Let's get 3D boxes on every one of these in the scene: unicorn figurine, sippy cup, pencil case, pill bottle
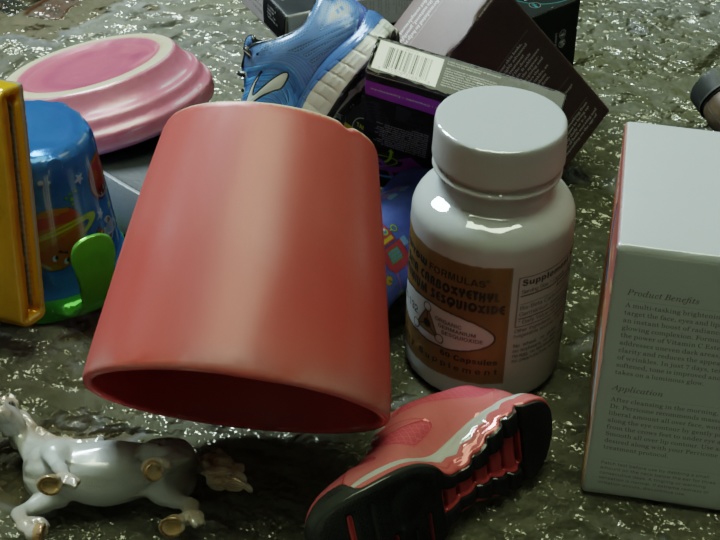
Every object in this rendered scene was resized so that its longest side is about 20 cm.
[{"bbox_3d":[-0.173,0.123,1.009,0.199,0.074,0.137,16,10,-9],"label":"unicorn figurine"},{"bbox_3d":[-0.245,-0.051,1.192,0.177,0.131,0.140,12,37,14],"label":"sippy cup"},{"bbox_3d":[0.000,0.000,1.180,0.078,0.087,0.200,53,48,-4],"label":"pencil case"},{"bbox_3d":[0.090,-0.019,1.103,0.114,0.201,0.115,1,36,-1],"label":"pill bottle"}]

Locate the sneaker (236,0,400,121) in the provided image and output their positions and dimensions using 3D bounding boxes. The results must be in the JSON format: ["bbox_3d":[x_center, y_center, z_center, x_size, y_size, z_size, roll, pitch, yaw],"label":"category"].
[{"bbox_3d":[-0.062,-0.128,1.202,0.089,0.200,0.079,44,9,13],"label":"sneaker"}]

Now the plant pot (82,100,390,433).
[{"bbox_3d":[-0.067,0.000,1.013,0.199,0.201,0.178,6,76,5],"label":"plant pot"}]

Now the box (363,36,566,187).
[{"bbox_3d":[0.072,-0.098,1.201,0.142,0.200,0.036,18,70,5],"label":"box"}]

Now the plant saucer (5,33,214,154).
[{"bbox_3d":[-0.226,-0.153,1.353,0.199,0.051,0.201,-11,24,5],"label":"plant saucer"}]

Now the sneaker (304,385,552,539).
[{"bbox_3d":[0.032,0.130,1.027,0.199,0.074,0.087,-23,30,-36],"label":"sneaker"}]

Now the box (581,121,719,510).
[{"bbox_3d":[0.210,0.029,1.043,0.106,0.201,0.153,7,36,7],"label":"box"}]

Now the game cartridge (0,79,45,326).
[{"bbox_3d":[-0.320,-0.059,1.140,0.199,0.177,0.032,9,25,24],"label":"game cartridge"}]

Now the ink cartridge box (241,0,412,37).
[{"bbox_3d":[0.007,-0.239,1.327,0.199,0.037,0.095,-15,39,-23],"label":"ink cartridge box"}]

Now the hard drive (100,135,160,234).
[{"bbox_3d":[-0.135,-0.066,1.290,0.199,0.043,0.135,27,44,30],"label":"hard drive"}]

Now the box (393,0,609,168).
[{"bbox_3d":[0.108,-0.149,1.272,0.100,0.200,0.075,-52,50,0],"label":"box"}]

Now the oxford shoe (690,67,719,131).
[{"bbox_3d":[0.396,-0.141,1.406,0.199,0.073,0.085,-12,55,-15],"label":"oxford shoe"}]

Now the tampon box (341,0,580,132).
[{"bbox_3d":[0.066,-0.180,1.382,0.199,0.127,0.150,-24,43,-30],"label":"tampon box"}]
